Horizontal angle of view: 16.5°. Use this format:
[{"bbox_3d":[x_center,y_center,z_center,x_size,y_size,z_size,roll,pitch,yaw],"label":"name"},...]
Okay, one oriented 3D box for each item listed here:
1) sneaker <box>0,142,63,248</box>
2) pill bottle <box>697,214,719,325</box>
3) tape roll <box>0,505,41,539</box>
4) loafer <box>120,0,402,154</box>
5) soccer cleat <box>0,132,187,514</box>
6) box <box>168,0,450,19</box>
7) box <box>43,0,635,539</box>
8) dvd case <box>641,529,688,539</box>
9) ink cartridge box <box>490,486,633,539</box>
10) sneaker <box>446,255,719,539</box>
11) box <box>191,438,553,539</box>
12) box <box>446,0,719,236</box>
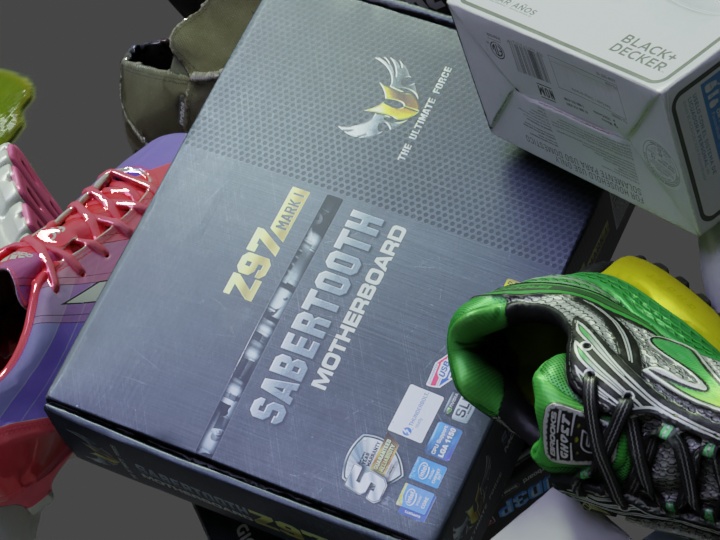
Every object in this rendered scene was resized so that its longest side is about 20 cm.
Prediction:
[{"bbox_3d":[-0.167,0.025,1.099,0.087,0.074,0.200,-33,37,8],"label":"sneaker"},{"bbox_3d":[0.219,-0.010,0.825,0.199,0.113,0.113,-18,41,20],"label":"pill bottle"},{"bbox_3d":[-0.216,0.095,1.002,0.202,0.071,0.204,-24,53,37],"label":"tape roll"},{"bbox_3d":[-0.049,-0.089,1.067,0.075,0.070,0.199,-28,6,-38],"label":"loafer"},{"bbox_3d":[-0.108,0.004,0.950,0.066,0.077,0.201,1,44,33],"label":"soccer cleat"},{"bbox_3d":[-0.022,-0.165,1.083,0.199,0.160,0.050,-17,36,46],"label":"box"},{"bbox_3d":[0.000,0.000,0.901,0.157,0.051,0.201,19,67,21],"label":"box"},{"bbox_3d":[0.074,0.170,0.816,0.199,0.018,0.143,-35,38,-1],"label":"dvd case"},{"bbox_3d":[0.029,0.173,0.775,0.200,0.068,0.116,-39,38,-6],"label":"ink cartridge box"},{"bbox_3d":[0.101,0.060,0.767,0.085,0.079,0.200,-9,24,-35],"label":"sneaker"},{"bbox_3d":[-0.001,0.038,0.965,0.158,0.046,0.200,-32,46,2],"label":"box"},{"bbox_3d":[0.143,-0.107,0.857,0.200,0.060,0.116,-38,39,-20],"label":"box"}]
